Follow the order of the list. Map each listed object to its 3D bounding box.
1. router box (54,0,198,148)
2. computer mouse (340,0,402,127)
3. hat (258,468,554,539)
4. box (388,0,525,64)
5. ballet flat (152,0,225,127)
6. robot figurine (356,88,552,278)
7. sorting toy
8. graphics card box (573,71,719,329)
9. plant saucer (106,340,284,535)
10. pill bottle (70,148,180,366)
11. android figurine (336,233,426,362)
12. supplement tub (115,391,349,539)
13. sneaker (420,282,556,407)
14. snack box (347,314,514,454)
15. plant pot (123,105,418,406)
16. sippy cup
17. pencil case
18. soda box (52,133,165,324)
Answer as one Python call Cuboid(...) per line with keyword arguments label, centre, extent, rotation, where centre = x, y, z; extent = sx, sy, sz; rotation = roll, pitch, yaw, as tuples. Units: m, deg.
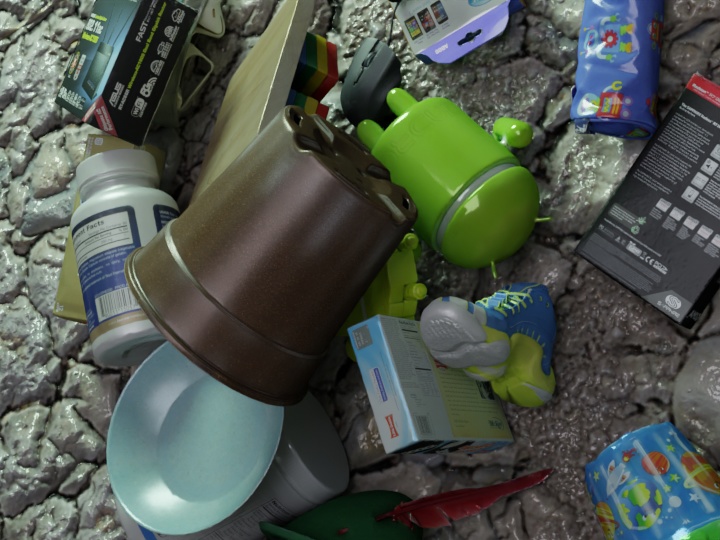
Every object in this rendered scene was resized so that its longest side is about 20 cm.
Cuboid(label="router box", centre=(-0.249, -0.222, 1.543), extent=(0.150, 0.062, 0.200), rotation=(-66, 25, 3))
Cuboid(label="computer mouse", centre=(0.023, -0.235, 1.469), extent=(0.059, 0.034, 0.200), rotation=(33, 114, 38))
Cuboid(label="hat", centre=(0.030, 0.212, 1.390), extent=(0.176, 0.200, 0.166), rotation=(-62, 21, -16))
Cuboid(label="box", centre=(0.081, -0.303, 1.486), extent=(0.119, 0.041, 0.200), rotation=(-28, 74, 17))
Cuboid(label="ballet flat", centre=(-0.180, -0.248, 1.587), extent=(0.064, 0.067, 0.200), rotation=(23, 92, -2))
Cuboid(label="robot figurine", centre=(0.087, -0.084, 1.403), extent=(0.175, 0.116, 0.200), rotation=(-46, 67, 2))
Cuboid(label="sorting toy", centre=(-0.086, -0.149, 1.448), extent=(0.200, 0.069, 0.199), rotation=(-43, 28, 54))
Cuboid(label="graphics card box", centre=(0.302, -0.062, 1.341), extent=(0.125, 0.051, 0.200), rotation=(36, 95, 24))
Cuboid(label="plant saucer", centre=(-0.146, 0.151, 1.374), extent=(0.201, 0.039, 0.202), rotation=(-14, 61, 27))
Cuboid(label="pill bottle", centre=(-0.228, -0.014, 1.473), extent=(0.111, 0.111, 0.201), rotation=(-20, 71, 20))
Cuboid(label="android figurine", centre=(0.000, 0.000, 1.405), extent=(0.200, 0.041, 0.183), rotation=(-8, 94, 60))
Cuboid(label="supplement tub", centre=(-0.127, 0.205, 1.443), extent=(0.200, 0.132, 0.132), rotation=(-32, 70, 16))
Cuboid(label="sneaker", centre=(0.120, 0.045, 1.333), extent=(0.076, 0.200, 0.105), rotation=(0, 65, 31))
Cuboid(label="snack box", centre=(0.067, 0.106, 1.334), extent=(0.037, 0.200, 0.116), rotation=(-26, 71, 25))
Cuboid(label="plant pot", centre=(-0.066, -0.021, 1.282), extent=(0.198, 0.200, 0.200), rotation=(-49, 66, 16))
Cuboid(label="sippy cup", centre=(0.263, 0.209, 1.278), extent=(0.177, 0.140, 0.131), rotation=(-25, 59, -7))
Cuboid(label="pencil case", centre=(0.240, -0.218, 1.379), extent=(0.087, 0.078, 0.201), rotation=(1, 82, 32))
Cuboid(label="soda box", centre=(-0.268, -0.040, 1.579), extent=(0.064, 0.068, 0.201), rotation=(7, 84, 24))
